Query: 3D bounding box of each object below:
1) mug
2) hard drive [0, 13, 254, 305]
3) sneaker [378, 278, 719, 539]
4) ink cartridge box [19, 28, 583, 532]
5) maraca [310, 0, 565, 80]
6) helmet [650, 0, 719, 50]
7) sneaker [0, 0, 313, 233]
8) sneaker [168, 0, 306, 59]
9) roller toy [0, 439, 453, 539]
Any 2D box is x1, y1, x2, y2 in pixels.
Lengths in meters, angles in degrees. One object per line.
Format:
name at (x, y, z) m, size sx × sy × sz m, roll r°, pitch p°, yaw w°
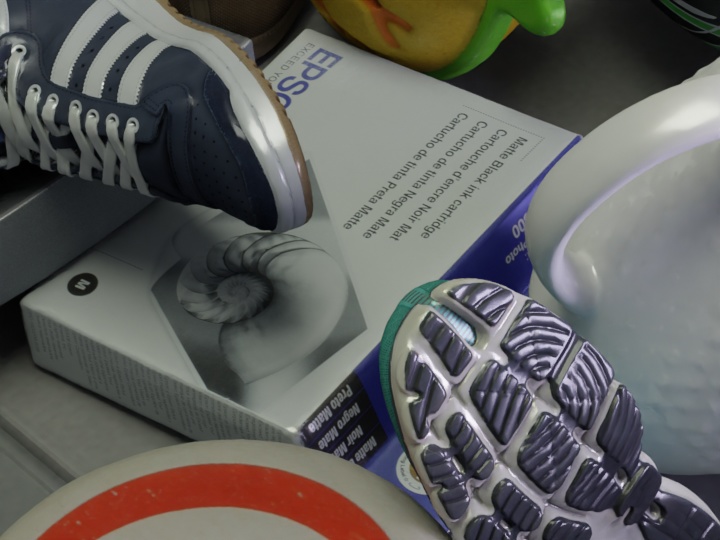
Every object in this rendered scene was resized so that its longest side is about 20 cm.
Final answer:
mug at (0.140, -0.014, 1.010) m, size 0.175 × 0.200 × 0.148 m, roll -33°, pitch 57°, yaw 26°
hard drive at (-0.145, -0.040, 1.170) m, size 0.200 × 0.042 × 0.135 m, roll -36°, pitch 31°, yaw -20°
sneaker at (0.052, 0.070, 0.958) m, size 0.080 × 0.200 × 0.078 m, roll 26°, pitch 71°, yaw 41°
ink cartridge box at (0.000, 0.000, 1.139) m, size 0.200 × 0.041 × 0.200 m, roll 24°, pitch 52°, yaw 28°
maraca at (0.036, -0.150, 1.195) m, size 0.107 × 0.138 × 0.200 m, roll -14°, pitch 6°, yaw -27°
helmet at (0.188, -0.176, 1.179) m, size 0.191 × 0.200 × 0.200 m, roll 41°, pitch 60°, yaw 14°
sneaker at (-0.106, -0.056, 1.074) m, size 0.108 × 0.070 × 0.200 m, roll -27°, pitch 44°, yaw -21°
sneaker at (-0.035, -0.182, 1.303) m, size 0.070 × 0.076 × 0.200 m, roll 6°, pitch 46°, yaw 14°
roller toy at (-0.044, 0.154, 0.918) m, size 0.182 × 0.140 × 0.200 m, roll 1°, pitch 45°, yaw 10°
